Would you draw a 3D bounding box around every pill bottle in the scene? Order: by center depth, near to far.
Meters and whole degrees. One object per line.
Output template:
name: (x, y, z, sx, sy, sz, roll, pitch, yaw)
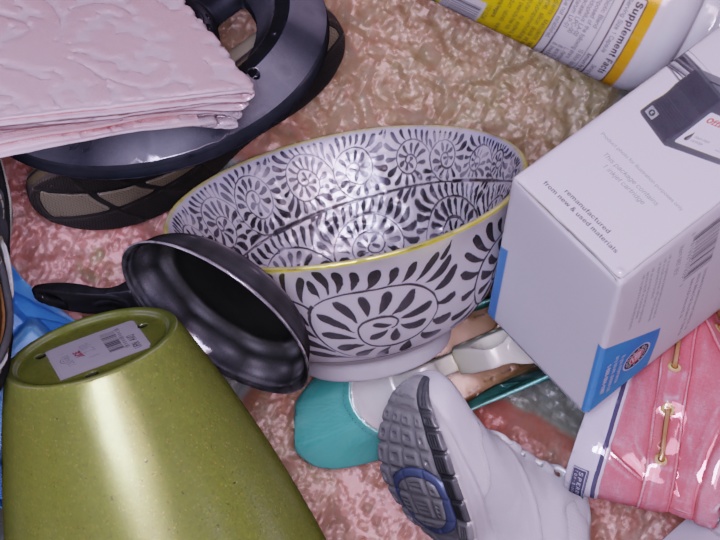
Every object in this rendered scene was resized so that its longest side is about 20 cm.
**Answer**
pill bottle: (0.132, -0.170, 1.499, 0.199, 0.113, 0.113, 26, 83, -3)

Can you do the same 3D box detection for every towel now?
towel: (-0.178, -0.122, 1.370, 0.190, 0.200, 0.032, -8, 128, -27)

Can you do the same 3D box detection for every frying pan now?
frying pan: (-0.089, 0.025, 1.395, 0.115, 0.190, 0.031, 44, 64, -16)

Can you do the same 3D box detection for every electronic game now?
electronic game: (-0.115, -0.118, 1.448, 0.199, 0.200, 0.042, -18, 132, -7)

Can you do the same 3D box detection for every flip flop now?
flip flop: (-0.101, -0.092, 1.492, 0.200, 0.081, 0.058, -36, 61, -6)

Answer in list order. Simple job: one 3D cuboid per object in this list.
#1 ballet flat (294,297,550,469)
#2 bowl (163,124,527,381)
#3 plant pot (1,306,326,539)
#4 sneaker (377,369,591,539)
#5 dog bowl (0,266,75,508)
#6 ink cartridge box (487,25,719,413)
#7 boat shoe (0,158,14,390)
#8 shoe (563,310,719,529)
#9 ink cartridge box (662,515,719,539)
ballet flat: (0.052, 0.051, 1.495, 0.199, 0.070, 0.068, -24, 87, -7)
bowl: (0.000, 0.000, 1.452, 0.200, 0.201, 0.095, -15, 112, -7)
plant pot: (-0.110, 0.128, 1.382, 0.186, 0.187, 0.201, -19, 109, -7)
sneaker: (0.076, 0.128, 1.478, 0.087, 0.074, 0.200, -42, 122, -21)
dog bowl: (-0.212, 0.048, 1.476, 0.200, 0.050, 0.112, 43, 82, -1)
ink cartridge box: (0.171, -0.039, 1.407, 0.200, 0.145, 0.084, -36, 67, -21)
boat shoe: (-0.206, -0.025, 1.337, 0.071, 0.068, 0.201, -3, 66, -14)
shoe: (0.183, 0.047, 1.484, 0.091, 0.072, 0.201, 17, 62, 7)
ink cartridge box: (0.197, 0.227, 1.468, 0.200, 0.084, 0.146, -41, 116, -8)
